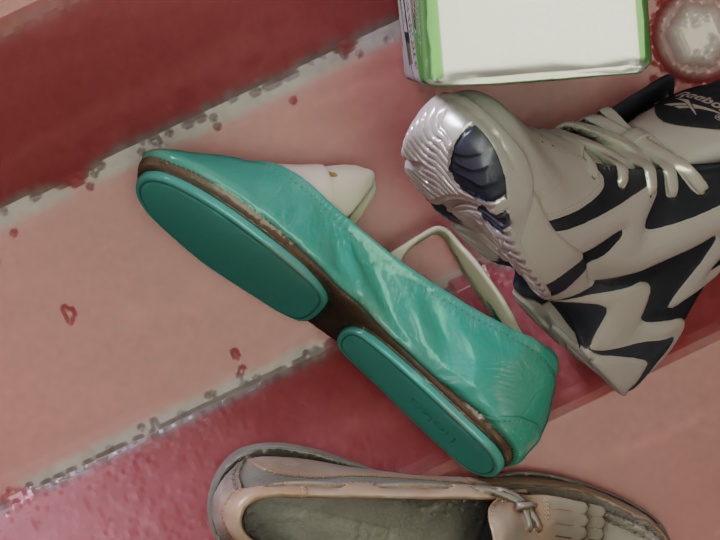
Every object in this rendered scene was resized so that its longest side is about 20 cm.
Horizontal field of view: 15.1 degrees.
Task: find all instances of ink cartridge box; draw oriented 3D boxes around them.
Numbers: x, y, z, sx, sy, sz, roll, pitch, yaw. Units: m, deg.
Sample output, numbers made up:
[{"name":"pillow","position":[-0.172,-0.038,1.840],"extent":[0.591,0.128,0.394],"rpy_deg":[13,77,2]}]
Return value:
[{"name":"ink cartridge box","position":[0.054,-0.144,1.032],"extent":[0.083,0.200,0.146],"rpy_deg":[-5,94,-1]}]

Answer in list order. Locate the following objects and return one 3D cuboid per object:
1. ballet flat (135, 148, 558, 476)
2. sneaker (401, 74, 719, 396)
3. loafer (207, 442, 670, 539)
[{"name":"ballet flat","position":[0.000,0.000,1.113],"extent":[0.200,0.067,0.071],"rpy_deg":[39,66,-6]},{"name":"sneaker","position":[0.101,-0.045,1.061],"extent":[0.130,0.079,0.199],"rpy_deg":[-48,138,-4]},{"name":"loafer","position":[0.035,0.116,1.116],"extent":[0.198,0.063,0.072],"rpy_deg":[10,94,-5]}]
